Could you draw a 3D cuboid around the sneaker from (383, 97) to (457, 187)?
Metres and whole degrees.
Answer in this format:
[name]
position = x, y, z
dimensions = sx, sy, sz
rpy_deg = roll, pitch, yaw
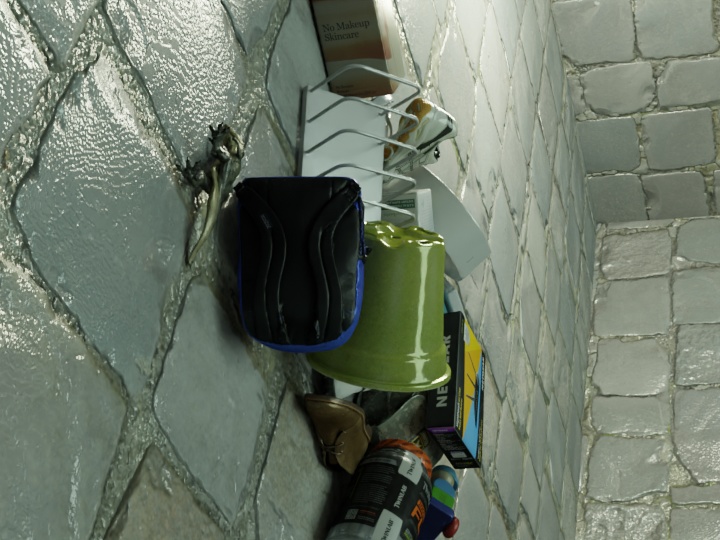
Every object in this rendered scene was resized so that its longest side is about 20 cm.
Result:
[sneaker]
position = 0.078, -0.180, 1.817
dimensions = 0.087, 0.200, 0.077
rpy_deg = 19, 51, -23

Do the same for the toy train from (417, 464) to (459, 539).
[toy train]
position = 0.086, 0.403, 1.839
dimensions = 0.201, 0.084, 0.116
rpy_deg = -57, -177, 34

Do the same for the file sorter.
[file sorter]
position = 0.002, -0.161, 1.609
dimensions = 0.137, 0.124, 0.203
rpy_deg = 13, 71, -32

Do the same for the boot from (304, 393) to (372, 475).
[boot]
position = -0.032, 0.229, 1.624
dimensions = 0.200, 0.073, 0.076
rpy_deg = 59, 44, -57

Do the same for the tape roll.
[tape roll]
position = 0.122, -0.079, 1.901
dimensions = 0.071, 0.202, 0.203
rpy_deg = -41, 144, -7

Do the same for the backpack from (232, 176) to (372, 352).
[backpack]
position = -0.065, 0.001, 1.417
dimensions = 0.168, 0.160, 0.204
rpy_deg = 66, 22, -79

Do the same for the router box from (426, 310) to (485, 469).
[router box]
position = 0.152, 0.189, 1.829
dimensions = 0.150, 0.050, 0.203
rpy_deg = 56, 33, -51

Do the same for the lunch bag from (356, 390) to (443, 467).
[lunch bag]
position = 0.069, 0.227, 1.831
dimensions = 0.202, 0.116, 0.165
rpy_deg = -71, 149, -43

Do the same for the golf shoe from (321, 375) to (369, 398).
[golf shoe]
position = 0.006, 0.141, 1.702
dimensions = 0.200, 0.093, 0.079
rpy_deg = -28, 114, -67

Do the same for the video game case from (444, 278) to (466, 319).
[video game case]
position = 0.135, 0.057, 2.023
dimensions = 0.182, 0.023, 0.202
rpy_deg = 50, -14, 46

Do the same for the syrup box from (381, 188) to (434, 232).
[syrup box]
position = 0.069, -0.019, 1.776
dimensions = 0.081, 0.077, 0.204
rpy_deg = -23, 109, -70

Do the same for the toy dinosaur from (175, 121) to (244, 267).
[toy dinosaur]
position = -0.168, -0.109, 1.321
dimensions = 0.089, 0.047, 0.202
rpy_deg = 74, 26, -49

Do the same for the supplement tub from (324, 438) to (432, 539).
[supplement tub]
position = 0.031, 0.348, 1.673
dimensions = 0.201, 0.121, 0.124
rpy_deg = -63, 145, -44

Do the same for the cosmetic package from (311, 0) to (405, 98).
[cosmetic package]
position = -0.006, -0.366, 1.732
dimensions = 0.088, 0.102, 0.203
rpy_deg = -62, 143, -57

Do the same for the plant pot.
[plant pot]
position = 0.036, 0.038, 1.542
dimensions = 0.200, 0.197, 0.187
rpy_deg = -31, 131, -68

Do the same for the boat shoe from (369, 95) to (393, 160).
[boat shoe]
position = 0.015, -0.204, 1.771
dimensions = 0.087, 0.074, 0.202
rpy_deg = 57, 30, -12

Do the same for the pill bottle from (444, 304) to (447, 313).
[pill bottle]
position = 0.094, 0.089, 1.932
dimensions = 0.112, 0.109, 0.201
rpy_deg = -74, 153, -42
